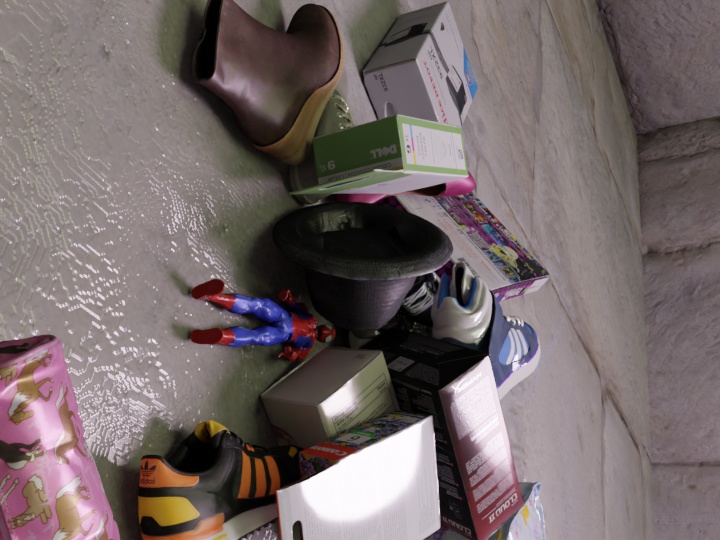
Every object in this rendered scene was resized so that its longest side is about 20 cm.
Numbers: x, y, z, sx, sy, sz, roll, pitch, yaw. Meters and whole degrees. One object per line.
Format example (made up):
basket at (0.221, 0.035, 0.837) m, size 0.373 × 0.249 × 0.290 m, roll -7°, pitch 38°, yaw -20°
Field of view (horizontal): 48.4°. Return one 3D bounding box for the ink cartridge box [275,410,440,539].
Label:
ink cartridge box at (-0.009, 0.199, 0.681) m, size 0.199 × 0.050 × 0.110 m, roll -12°, pitch 99°, yaw -48°

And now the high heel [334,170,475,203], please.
high heel at (0.056, -0.092, 0.968) m, size 0.198 × 0.067 × 0.097 m, roll 7°, pitch 63°, yaw -22°

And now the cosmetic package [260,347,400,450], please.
cosmetic package at (-0.009, 0.188, 0.786) m, size 0.103 × 0.087 × 0.202 m, roll -32°, pitch 113°, yaw -42°

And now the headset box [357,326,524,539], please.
headset box at (0.078, 0.174, 0.828) m, size 0.075 × 0.148 × 0.202 m, roll -28°, pitch 113°, yaw -31°

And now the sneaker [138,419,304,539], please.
sneaker at (-0.102, 0.160, 0.652) m, size 0.200 × 0.069 × 0.091 m, roll -14°, pitch 98°, yaw -61°

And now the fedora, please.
fedora at (0.000, 0.000, 0.805) m, size 0.200 × 0.198 × 0.093 m, roll -38°, pitch 137°, yaw -59°

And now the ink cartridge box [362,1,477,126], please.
ink cartridge box at (0.090, -0.266, 1.128) m, size 0.146 × 0.083 × 0.201 m, roll 65°, pitch 32°, yaw -30°

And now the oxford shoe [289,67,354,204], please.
oxford shoe at (-0.031, -0.161, 0.896) m, size 0.075 × 0.057 × 0.202 m, roll 48°, pitch 41°, yaw -44°

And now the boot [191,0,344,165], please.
boot at (-0.086, -0.222, 0.787) m, size 0.166 × 0.072 × 0.202 m, roll 42°, pitch 50°, yaw -54°

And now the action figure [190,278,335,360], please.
action figure at (-0.079, 0.052, 0.755) m, size 0.200 × 0.051 × 0.066 m, roll 20°, pitch 62°, yaw -63°

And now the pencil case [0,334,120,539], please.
pencil case at (-0.192, 0.138, 0.474) m, size 0.082 × 0.086 × 0.202 m, roll -19°, pitch 100°, yaw -30°

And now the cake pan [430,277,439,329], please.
cake pan at (0.107, 0.007, 1.134) m, size 0.200 × 0.036 × 0.203 m, roll 28°, pitch 58°, yaw -58°

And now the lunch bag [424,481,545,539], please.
lunch bag at (0.109, 0.318, 0.909) m, size 0.200 × 0.168 × 0.129 m, roll -5°, pitch 89°, yaw -66°

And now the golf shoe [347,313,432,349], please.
golf shoe at (0.036, 0.100, 0.953) m, size 0.199 × 0.077 × 0.096 m, roll 24°, pitch 79°, yaw -57°

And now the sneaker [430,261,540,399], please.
sneaker at (0.142, 0.052, 0.897) m, size 0.200 × 0.080 × 0.148 m, roll -33°, pitch 116°, yaw -53°

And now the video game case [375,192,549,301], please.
video game case at (0.133, -0.043, 1.044) m, size 0.180 × 0.036 × 0.200 m, roll -11°, pitch 55°, yaw -50°

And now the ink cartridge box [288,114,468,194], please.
ink cartridge box at (0.020, -0.115, 0.813) m, size 0.199 × 0.103 × 0.060 m, roll -9°, pitch 90°, yaw -57°

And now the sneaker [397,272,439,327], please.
sneaker at (0.063, 0.025, 0.956) m, size 0.200 × 0.070 × 0.109 m, roll 49°, pitch 0°, yaw -37°
